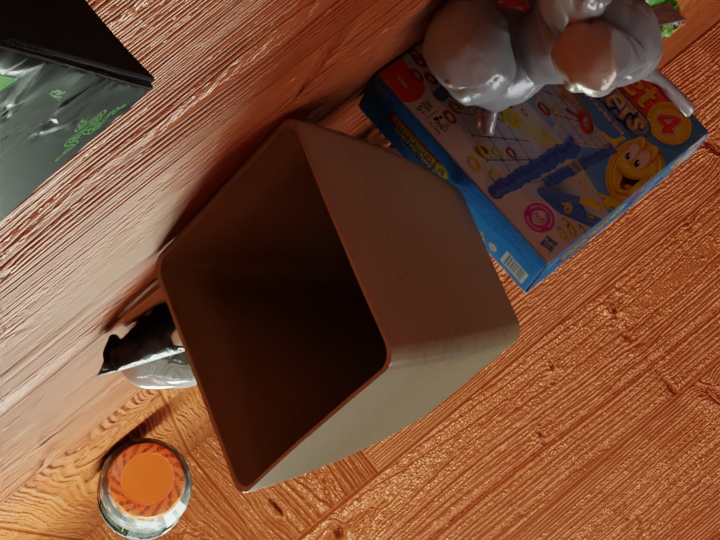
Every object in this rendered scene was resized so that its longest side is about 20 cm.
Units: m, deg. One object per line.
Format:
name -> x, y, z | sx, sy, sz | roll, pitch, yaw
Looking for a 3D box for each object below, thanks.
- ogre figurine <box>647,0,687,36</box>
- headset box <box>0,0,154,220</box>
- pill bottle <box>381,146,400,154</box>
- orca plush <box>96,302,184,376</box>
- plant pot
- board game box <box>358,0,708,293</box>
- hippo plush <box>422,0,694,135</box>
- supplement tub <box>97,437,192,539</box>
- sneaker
ogre figurine -> 0.229, -0.248, 1.785 | 0.119, 0.098, 0.200 | -19, 152, -21
headset box -> -0.166, -0.035, 0.560 | 0.200, 0.093, 0.174 | -41, 176, 6
pill bottle -> 0.000, 0.000, 1.743 | 0.114, 0.114, 0.201 | -45, -162, 53
orca plush -> -0.131, 0.025, 1.647 | 0.199, 0.072, 0.105 | -18, 177, 31
plant pot -> -0.004, 0.025, 1.485 | 0.176, 0.201, 0.200 | -2, 150, -42
board game box -> 0.137, -0.118, 1.575 | 0.196, 0.200, 0.056 | -38, 171, -27
hippo plush -> 0.131, -0.189, 1.475 | 0.160, 0.160, 0.200 | -8, 175, 28
supplement tub -> -0.285, 0.287, 2.641 | 0.122, 0.123, 0.200 | -38, 176, -14
sneaker -> -0.174, 0.080, 1.803 | 0.099, 0.078, 0.200 | -36, 176, 21
